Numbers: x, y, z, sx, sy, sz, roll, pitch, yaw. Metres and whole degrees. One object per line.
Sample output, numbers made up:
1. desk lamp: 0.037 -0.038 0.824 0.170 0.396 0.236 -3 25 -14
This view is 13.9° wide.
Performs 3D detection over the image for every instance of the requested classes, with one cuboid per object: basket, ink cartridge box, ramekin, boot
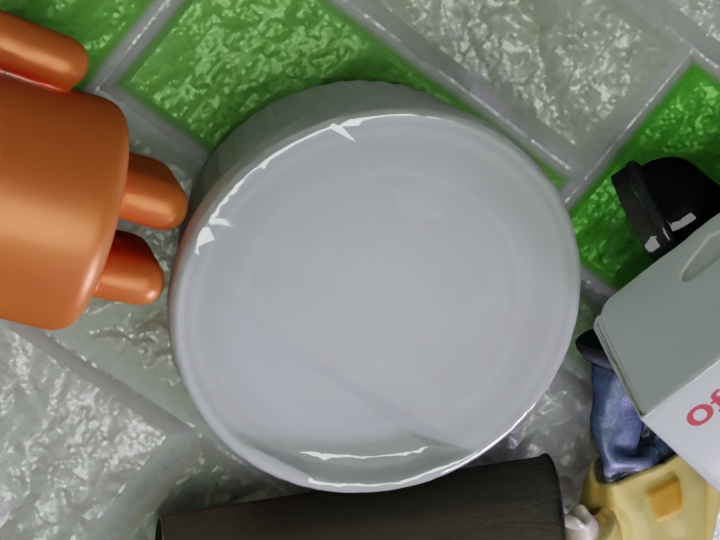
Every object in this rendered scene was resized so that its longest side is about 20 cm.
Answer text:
1. basket: -0.005 0.183 1.507 0.199 0.136 0.181 0 101 -7
2. ink cartridge box: 0.233 0.057 1.444 0.145 0.084 0.200 -39 126 13
3. ramekin: 0.000 0.000 1.447 0.202 0.094 0.203 -4 114 -10
4. boot: 0.240 -0.029 1.488 0.158 0.080 0.211 -43 125 16

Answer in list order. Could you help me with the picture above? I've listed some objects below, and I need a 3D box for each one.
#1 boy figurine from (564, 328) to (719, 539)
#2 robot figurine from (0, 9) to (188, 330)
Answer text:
1. boy figurine: 0.148 0.123 1.531 0.124 0.064 0.201 -20 113 -40
2. robot figurine: -0.184 -0.038 1.383 0.199 0.117 0.144 15 141 -16
